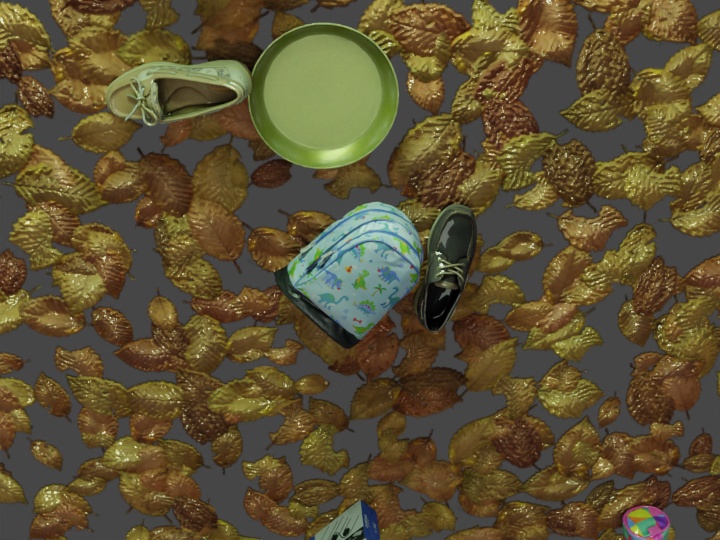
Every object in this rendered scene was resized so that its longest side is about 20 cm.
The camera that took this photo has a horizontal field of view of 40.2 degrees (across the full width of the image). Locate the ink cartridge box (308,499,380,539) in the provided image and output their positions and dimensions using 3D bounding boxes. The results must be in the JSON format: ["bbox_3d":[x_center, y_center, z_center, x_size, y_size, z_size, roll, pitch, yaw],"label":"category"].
[{"bbox_3d":[-0.055,0.485,1.663,0.200,0.094,0.044,-42,114,16],"label":"ink cartridge box"}]

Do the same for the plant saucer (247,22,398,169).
[{"bbox_3d":[-0.049,-0.233,1.306,0.199,0.031,0.201,-2,120,-4],"label":"plant saucer"}]

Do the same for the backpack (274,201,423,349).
[{"bbox_3d":[0.000,0.000,1.388,0.200,0.154,0.163,-45,107,4],"label":"backpack"}]

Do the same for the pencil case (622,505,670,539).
[{"bbox_3d":[0.506,0.511,1.733,0.088,0.088,0.201,-12,118,1],"label":"pencil case"}]

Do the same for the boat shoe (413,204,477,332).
[{"bbox_3d":[0.130,0.003,1.426,0.074,0.073,0.201,6,118,-8],"label":"boat shoe"}]

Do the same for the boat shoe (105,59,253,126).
[{"bbox_3d":[-0.240,-0.228,1.263,0.199,0.063,0.074,-9,119,13],"label":"boat shoe"}]
